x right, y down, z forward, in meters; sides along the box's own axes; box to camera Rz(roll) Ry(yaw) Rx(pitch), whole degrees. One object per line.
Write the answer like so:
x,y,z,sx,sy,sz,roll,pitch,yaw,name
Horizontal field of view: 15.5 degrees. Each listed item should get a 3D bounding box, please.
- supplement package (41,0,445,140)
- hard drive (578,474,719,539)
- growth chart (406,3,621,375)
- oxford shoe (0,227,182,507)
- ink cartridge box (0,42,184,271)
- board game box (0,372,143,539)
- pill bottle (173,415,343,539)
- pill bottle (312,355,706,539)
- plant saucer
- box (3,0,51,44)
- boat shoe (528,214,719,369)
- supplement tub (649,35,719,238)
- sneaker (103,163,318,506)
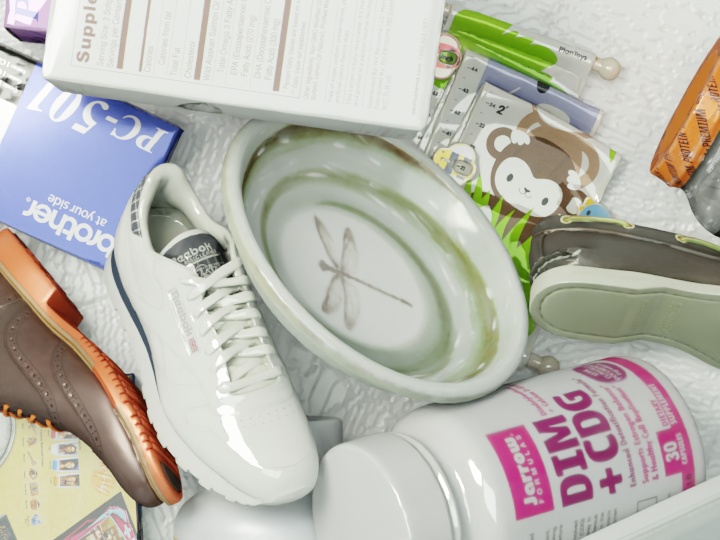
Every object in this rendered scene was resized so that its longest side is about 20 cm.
-0.058,-0.140,1.385,0.199,0.117,0.118,8,91,-1,supplement package
0.132,0.201,1.431,0.199,0.026,0.133,-21,123,-27,hard drive
0.080,-0.048,1.534,0.144,0.018,0.201,14,90,-2,growth chart
-0.168,0.068,1.467,0.072,0.071,0.200,-38,58,-4,oxford shoe
-0.210,-0.081,1.513,0.199,0.044,0.094,24,91,-1,ink cartridge box
-0.192,0.163,1.517,0.135,0.035,0.201,-2,90,-1,board game box
-0.050,0.183,1.482,0.111,0.112,0.201,0,89,-1,pill bottle
0.081,0.120,1.444,0.199,0.113,0.114,-13,90,-33,pill bottle
0.000,0.000,1.451,0.200,0.200,0.050,42,126,-1,plant saucer
-0.092,-0.211,1.490,0.199,0.097,0.177,6,90,-1,box
0.192,0.011,1.509,0.200,0.072,0.061,12,50,-14,boat shoe
0.272,-0.049,1.485,0.199,0.123,0.123,29,89,-2,supplement tub
-0.080,0.036,1.422,0.076,0.081,0.200,-15,58,-32,sneaker
